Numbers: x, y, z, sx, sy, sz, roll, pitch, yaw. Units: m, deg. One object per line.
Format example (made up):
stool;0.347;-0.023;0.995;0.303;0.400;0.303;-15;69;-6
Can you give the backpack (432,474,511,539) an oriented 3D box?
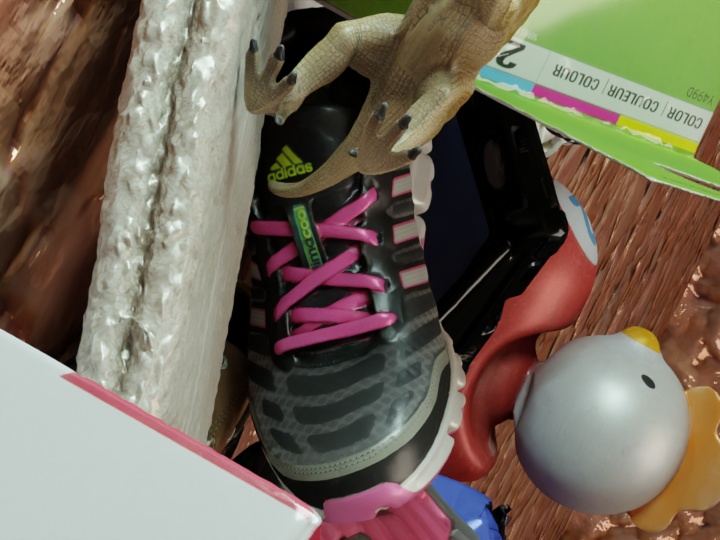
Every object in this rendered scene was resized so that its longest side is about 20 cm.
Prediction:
backpack;0.009;0.190;1.401;0.200;0.162;0.168;79;35;-71

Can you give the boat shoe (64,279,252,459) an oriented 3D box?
boat shoe;-0.076;0.046;0.944;0.200;0.072;0.068;-67;180;-76

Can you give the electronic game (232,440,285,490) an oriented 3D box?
electronic game;-0.094;0.141;1.019;0.200;0.042;0.200;-48;-176;4

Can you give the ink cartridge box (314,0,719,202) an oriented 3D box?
ink cartridge box;0.085;-0.083;0.920;0.148;0.200;0.076;15;103;-46

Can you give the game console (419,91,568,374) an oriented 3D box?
game console;0.000;0.000;1.110;0.200;0.116;0.176;121;-44;-68

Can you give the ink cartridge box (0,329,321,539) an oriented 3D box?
ink cartridge box;-0.093;0.102;0.771;0.083;0.145;0.200;-57;167;-25

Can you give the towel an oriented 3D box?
towel;-0.051;-0.036;0.817;0.133;0.034;0.200;81;18;-77

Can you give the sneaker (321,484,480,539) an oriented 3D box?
sneaker;-0.014;0.135;1.088;0.095;0.079;0.200;-38;176;15

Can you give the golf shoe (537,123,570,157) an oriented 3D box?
golf shoe;0.086;-0.086;1.320;0.200;0.092;0.075;-55;168;-32

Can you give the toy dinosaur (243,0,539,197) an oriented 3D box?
toy dinosaur;0.017;-0.059;0.806;0.101;0.058;0.200;-27;162;-52

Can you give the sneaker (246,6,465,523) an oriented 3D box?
sneaker;-0.013;-0.010;0.926;0.087;0.074;0.200;61;22;-46

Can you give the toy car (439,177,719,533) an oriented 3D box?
toy car;0.114;0.053;1.474;0.177;0.200;0.184;-66;169;8

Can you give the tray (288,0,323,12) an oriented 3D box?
tray;0.009;-0.122;1.063;0.107;0.022;0.200;-66;169;16
